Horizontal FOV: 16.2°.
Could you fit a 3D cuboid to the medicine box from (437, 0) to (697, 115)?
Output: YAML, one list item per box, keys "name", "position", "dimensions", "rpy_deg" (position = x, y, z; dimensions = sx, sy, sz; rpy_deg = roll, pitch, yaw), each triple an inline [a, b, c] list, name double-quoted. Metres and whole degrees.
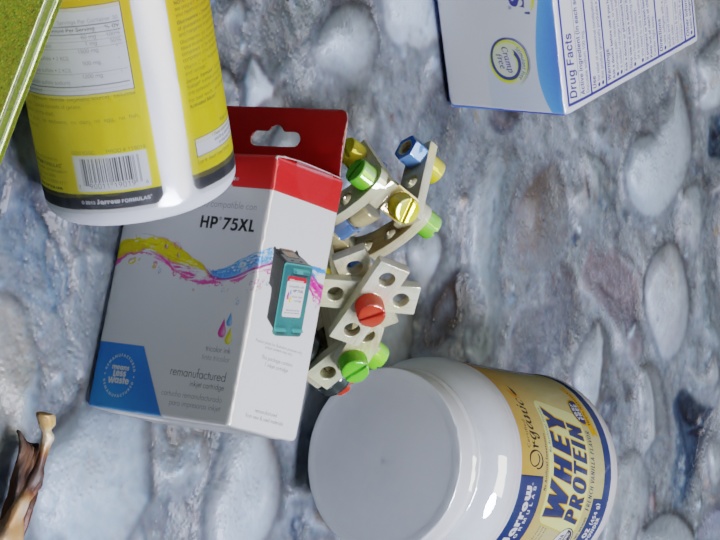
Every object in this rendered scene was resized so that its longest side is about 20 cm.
- name: "medicine box"
  position: [0.145, -0.227, 1.802]
  dimensions: [0.200, 0.103, 0.183]
  rpy_deg: [-30, 119, -48]

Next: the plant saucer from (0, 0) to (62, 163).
- name: "plant saucer"
  position: [-0.230, -0.096, 1.272]
  dimensions: [0.200, 0.048, 0.200]
  rpy_deg: [-3, 120, -58]

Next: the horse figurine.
- name: "horse figurine"
  position: [-0.229, 0.139, 1.371]
  dimensions: [0.200, 0.050, 0.133]
  rpy_deg: [-6, 112, -60]

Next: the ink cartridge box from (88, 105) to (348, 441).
- name: "ink cartridge box"
  position: [-0.082, -0.007, 1.503]
  dimensions: [0.067, 0.116, 0.201]
  rpy_deg: [18, 79, -51]

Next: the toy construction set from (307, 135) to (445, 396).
- name: "toy construction set"
  position: [0.000, 0.000, 1.591]
  dimensions: [0.092, 0.131, 0.200]
  rpy_deg: [44, 20, -19]

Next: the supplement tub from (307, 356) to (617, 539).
- name: "supplement tub"
  position: [0.070, 0.134, 1.715]
  dimensions: [0.200, 0.144, 0.145]
  rpy_deg: [11, 86, -55]

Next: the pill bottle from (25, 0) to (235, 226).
- name: "pill bottle"
  position: [-0.137, -0.134, 1.411]
  dimensions: [0.112, 0.112, 0.201]
  rpy_deg: [-31, 120, -48]
